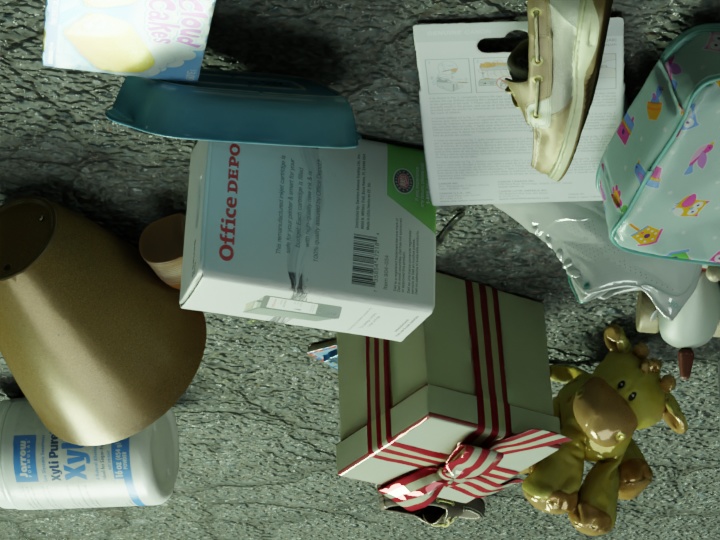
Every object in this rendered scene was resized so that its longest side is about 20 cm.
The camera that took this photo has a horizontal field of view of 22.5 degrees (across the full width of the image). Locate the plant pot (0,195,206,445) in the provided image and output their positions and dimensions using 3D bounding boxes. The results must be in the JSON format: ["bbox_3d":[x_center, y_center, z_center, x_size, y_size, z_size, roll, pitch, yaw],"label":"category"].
[{"bbox_3d":[-0.267,0.029,1.645,0.185,0.188,0.200,-9,142,23],"label":"plant pot"}]

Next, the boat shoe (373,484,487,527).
[{"bbox_3d":[0.093,0.303,2.364,0.072,0.060,0.199,-19,149,38],"label":"boat shoe"}]

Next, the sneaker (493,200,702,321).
[{"bbox_3d":[0.186,-0.020,1.511,0.199,0.089,0.075,22,-176,24],"label":"sneaker"}]

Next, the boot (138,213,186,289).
[{"bbox_3d":[-0.088,-0.021,1.640,0.198,0.074,0.155,-7,163,16],"label":"boot"}]

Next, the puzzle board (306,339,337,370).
[{"bbox_3d":[0.059,0.105,1.970,0.150,0.018,0.200,-15,152,33],"label":"puzzle board"}]

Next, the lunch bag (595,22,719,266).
[{"bbox_3d":[0.278,-0.091,1.375,0.159,0.077,0.201,4,138,-19],"label":"lunch bag"}]

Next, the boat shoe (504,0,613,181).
[{"bbox_3d":[0.139,-0.148,1.309,0.066,0.074,0.201,14,139,8],"label":"boat shoe"}]

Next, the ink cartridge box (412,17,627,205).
[{"bbox_3d":[0.128,-0.133,1.411,0.161,0.057,0.201,-1,136,7],"label":"ink cartridge box"}]

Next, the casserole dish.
[{"bbox_3d":[-0.091,-0.124,1.352,0.199,0.039,0.121,3,-165,-25],"label":"casserole dish"}]

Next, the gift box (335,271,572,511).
[{"bbox_3d":[0.098,0.127,1.788,0.199,0.188,0.185,14,147,-25],"label":"gift box"}]

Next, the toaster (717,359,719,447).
[{"bbox_3d":[0.460,0.165,1.876,0.118,0.182,0.200,13,155,-22],"label":"toaster"}]

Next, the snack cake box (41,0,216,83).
[{"bbox_3d":[-0.150,-0.206,1.209,0.114,0.068,0.200,6,156,-9],"label":"snack cake box"}]

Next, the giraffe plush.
[{"bbox_3d":[0.259,0.153,1.883,0.172,0.201,0.162,31,146,-5],"label":"giraffe plush"}]

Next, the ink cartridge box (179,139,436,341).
[{"bbox_3d":[-0.043,-0.035,1.494,0.198,0.147,0.084,9,157,-17],"label":"ink cartridge box"}]

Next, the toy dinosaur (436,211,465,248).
[{"bbox_3d":[0.000,0.000,1.640,0.199,0.048,0.088,-24,179,-14],"label":"toy dinosaur"}]

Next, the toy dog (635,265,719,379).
[{"bbox_3d":[0.310,0.034,1.691,0.131,0.097,0.200,-7,155,19],"label":"toy dog"}]

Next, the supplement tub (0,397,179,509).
[{"bbox_3d":[-0.319,0.208,2.084,0.198,0.133,0.132,-4,156,11],"label":"supplement tub"}]
